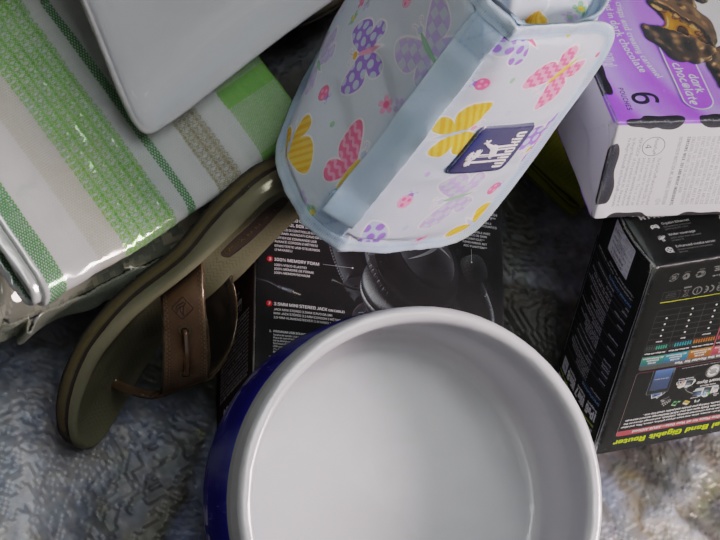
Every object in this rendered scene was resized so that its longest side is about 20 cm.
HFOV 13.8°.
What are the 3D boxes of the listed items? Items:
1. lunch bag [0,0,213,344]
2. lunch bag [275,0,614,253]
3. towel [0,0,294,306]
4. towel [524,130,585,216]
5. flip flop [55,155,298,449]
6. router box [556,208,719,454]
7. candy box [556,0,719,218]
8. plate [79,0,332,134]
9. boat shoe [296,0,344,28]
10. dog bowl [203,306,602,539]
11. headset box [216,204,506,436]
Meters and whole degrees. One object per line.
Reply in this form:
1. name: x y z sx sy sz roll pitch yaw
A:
1. lunch bag: -0.180 -0.064 1.601 0.163 0.118 0.201 -24 75 -28
2. lunch bag: 0.047 -0.107 1.545 0.127 0.170 0.200 35 28 -5
3. towel: -0.138 -0.084 1.550 0.200 0.031 0.150 -33 87 -35
4. towel: 0.082 -0.129 1.777 0.200 0.018 0.086 45 63 1
5. flip flop: -0.086 0.023 1.575 0.200 0.081 0.058 -45 76 7
6. router box: 0.221 0.018 1.690 0.199 0.150 0.062 -8 46 -23
7. candy box: 0.207 -0.110 1.662 0.199 0.072 0.168 -2 42 -14
8. plate: -0.093 -0.203 1.553 0.200 0.032 0.200 -39 115 -33
9. boat shoe: 0.008 -0.212 1.734 0.200 0.074 0.074 -35 56 -26
10. dog bowl: 0.021 0.121 1.554 0.199 0.079 0.201 1 86 -18
11. headset box: 0.000 0.000 1.663 0.148 0.077 0.201 7 67 -18
